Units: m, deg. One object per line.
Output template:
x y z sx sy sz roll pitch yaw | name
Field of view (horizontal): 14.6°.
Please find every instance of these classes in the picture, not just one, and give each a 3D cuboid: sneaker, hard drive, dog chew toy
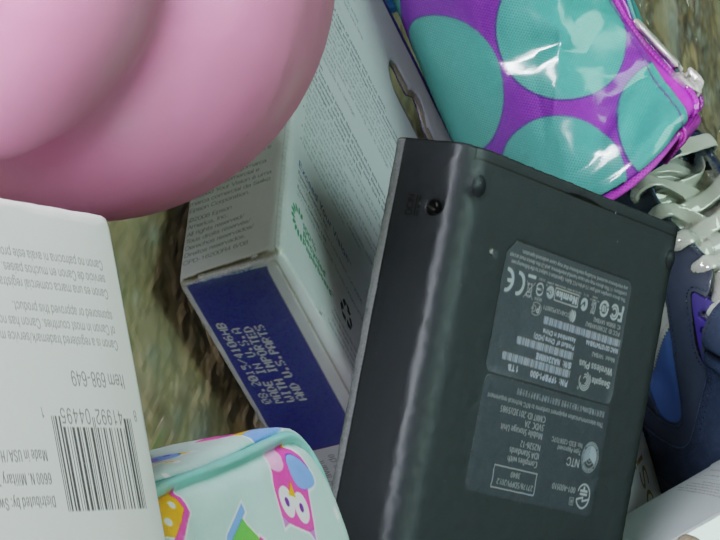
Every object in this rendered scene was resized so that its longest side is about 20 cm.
0.147 -0.003 1.087 0.080 0.146 0.201 -15 94 -36 | sneaker
0.042 0.070 0.912 0.139 0.033 0.201 18 81 -53 | hard drive
-0.090 -0.076 0.657 0.200 0.124 0.125 4 74 -62 | dog chew toy

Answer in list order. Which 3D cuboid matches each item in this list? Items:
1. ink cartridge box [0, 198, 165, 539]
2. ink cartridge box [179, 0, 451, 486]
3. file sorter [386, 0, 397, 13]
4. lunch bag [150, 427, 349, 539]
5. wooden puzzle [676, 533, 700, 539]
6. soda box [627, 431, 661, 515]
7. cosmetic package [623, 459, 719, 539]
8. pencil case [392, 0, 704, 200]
-0.096 0.090 0.568 0.146 0.085 0.201 10 66 -70 | ink cartridge box
0.000 0.000 0.974 0.200 0.043 0.197 -87 156 -48 | ink cartridge box
0.065 -0.191 1.144 0.200 0.138 0.123 -40 112 -69 | file sorter
-0.036 0.145 0.714 0.160 0.077 0.201 -21 97 -72 | lunch bag
0.075 0.211 0.933 0.200 0.037 0.185 -48 134 -24 | wooden puzzle
0.089 0.131 1.095 0.064 0.068 0.201 -39 115 -68 | soda box
0.123 0.191 1.035 0.052 0.151 0.200 5 -61 64 | cosmetic package
0.051 -0.118 1.014 0.200 0.092 0.085 64 19 -2 | pencil case
